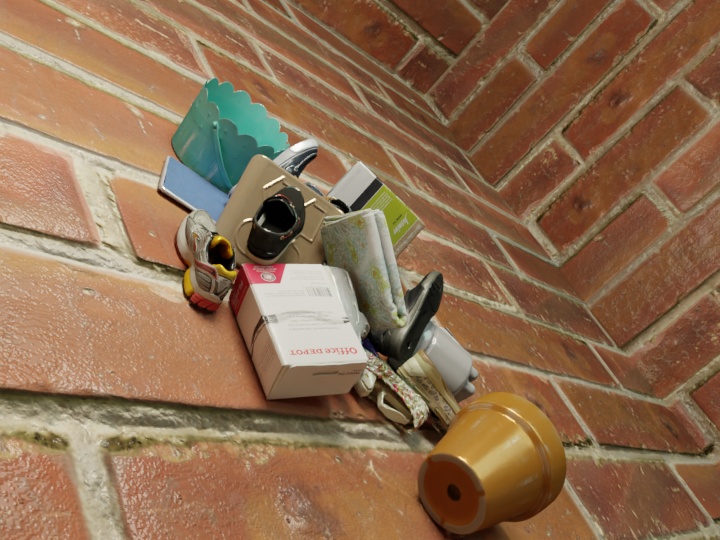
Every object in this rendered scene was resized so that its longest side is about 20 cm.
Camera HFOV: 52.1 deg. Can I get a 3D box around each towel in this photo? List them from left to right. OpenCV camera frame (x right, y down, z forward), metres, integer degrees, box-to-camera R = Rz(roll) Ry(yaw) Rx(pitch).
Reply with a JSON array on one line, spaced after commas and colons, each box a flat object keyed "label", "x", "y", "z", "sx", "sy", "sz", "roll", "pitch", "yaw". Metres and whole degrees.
[{"label": "towel", "x": 0.000, "y": 0.000, "z": 1.233, "sx": 0.048, "sy": 0.171, "sz": 0.202, "roll": -16, "pitch": 95, "yaw": -29}]

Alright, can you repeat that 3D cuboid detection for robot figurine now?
[{"label": "robot figurine", "x": 0.130, "y": 0.167, "z": 1.381, "sx": 0.200, "sy": 0.113, "sz": 0.170, "roll": 40, "pitch": 37, "yaw": -13}]

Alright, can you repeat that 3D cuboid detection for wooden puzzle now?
[{"label": "wooden puzzle", "x": -0.146, "y": -0.072, "z": 1.281, "sx": 0.199, "sy": 0.187, "sz": 0.046, "roll": 33, "pitch": -16, "yaw": -24}]

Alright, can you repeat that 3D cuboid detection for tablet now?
[{"label": "tablet", "x": -0.268, "y": -0.120, "z": 1.312, "sx": 0.199, "sy": 0.014, "sz": 0.131, "roll": 35, "pitch": 23, "yaw": -26}]

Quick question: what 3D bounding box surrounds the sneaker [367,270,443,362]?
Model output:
[{"label": "sneaker", "x": 0.072, "y": 0.069, "z": 1.326, "sx": 0.113, "sy": 0.200, "sz": 0.077, "roll": 14, "pitch": -35, "yaw": 32}]

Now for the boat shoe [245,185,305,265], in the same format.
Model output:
[{"label": "boat shoe", "x": -0.126, "y": -0.086, "z": 1.175, "sx": 0.073, "sy": 0.063, "sz": 0.202, "roll": 24, "pitch": 33, "yaw": -2}]

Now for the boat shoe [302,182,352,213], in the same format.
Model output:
[{"label": "boat shoe", "x": -0.066, "y": -0.119, "z": 1.418, "sx": 0.070, "sy": 0.091, "sz": 0.201, "roll": -10, "pitch": 54, "yaw": -30}]

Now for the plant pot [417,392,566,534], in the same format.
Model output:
[{"label": "plant pot", "x": 0.190, "y": 0.313, "z": 1.147, "sx": 0.182, "sy": 0.201, "sz": 0.201, "roll": -13, "pitch": 59, "yaw": -47}]

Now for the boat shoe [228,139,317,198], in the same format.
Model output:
[{"label": "boat shoe", "x": -0.140, "y": -0.156, "z": 1.361, "sx": 0.091, "sy": 0.200, "sz": 0.071, "roll": 51, "pitch": -18, "yaw": 4}]

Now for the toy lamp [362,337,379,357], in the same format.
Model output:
[{"label": "toy lamp", "x": -0.052, "y": 0.096, "z": 1.253, "sx": 0.200, "sy": 0.058, "sz": 0.058, "roll": 42, "pitch": 21, "yaw": -11}]

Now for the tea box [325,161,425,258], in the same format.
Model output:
[{"label": "tea box", "x": 0.017, "y": -0.119, "z": 1.600, "sx": 0.197, "sy": 0.134, "sz": 0.200, "roll": 44, "pitch": 1, "yaw": -7}]

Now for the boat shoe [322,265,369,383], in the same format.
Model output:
[{"label": "boat shoe", "x": -0.020, "y": 0.083, "z": 1.185, "sx": 0.071, "sy": 0.070, "sz": 0.203, "roll": -3, "pitch": 65, "yaw": -33}]

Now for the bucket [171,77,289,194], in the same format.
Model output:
[{"label": "bucket", "x": -0.251, "y": -0.251, "z": 1.414, "sx": 0.207, "sy": 0.135, "sz": 0.208, "roll": 37, "pitch": 23, "yaw": -18}]

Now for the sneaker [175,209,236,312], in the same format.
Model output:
[{"label": "sneaker", "x": -0.226, "y": -0.029, "z": 1.126, "sx": 0.078, "sy": 0.082, "sz": 0.201, "roll": 26, "pitch": 27, "yaw": -39}]

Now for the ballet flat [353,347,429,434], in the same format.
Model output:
[{"label": "ballet flat", "x": 0.033, "y": 0.195, "z": 1.214, "sx": 0.199, "sy": 0.076, "sz": 0.064, "roll": 38, "pitch": 37, "yaw": -8}]

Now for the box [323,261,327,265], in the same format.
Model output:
[{"label": "box", "x": -0.089, "y": -0.050, "z": 1.469, "sx": 0.200, "sy": 0.050, "sz": 0.198, "roll": 46, "pitch": 20, "yaw": 4}]

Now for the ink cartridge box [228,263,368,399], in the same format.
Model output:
[{"label": "ink cartridge box", "x": -0.096, "y": 0.088, "z": 1.100, "sx": 0.144, "sy": 0.084, "sz": 0.201, "roll": 2, "pitch": 45, "yaw": -34}]

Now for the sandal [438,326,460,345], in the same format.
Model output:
[{"label": "sandal", "x": 0.150, "y": 0.140, "z": 1.516, "sx": 0.207, "sy": 0.079, "sz": 0.059, "roll": 44, "pitch": 24, "yaw": 4}]

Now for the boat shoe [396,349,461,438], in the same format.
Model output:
[{"label": "boat shoe", "x": 0.131, "y": 0.230, "z": 1.289, "sx": 0.201, "sy": 0.062, "sz": 0.073, "roll": 59, "pitch": -3, "yaw": -19}]
